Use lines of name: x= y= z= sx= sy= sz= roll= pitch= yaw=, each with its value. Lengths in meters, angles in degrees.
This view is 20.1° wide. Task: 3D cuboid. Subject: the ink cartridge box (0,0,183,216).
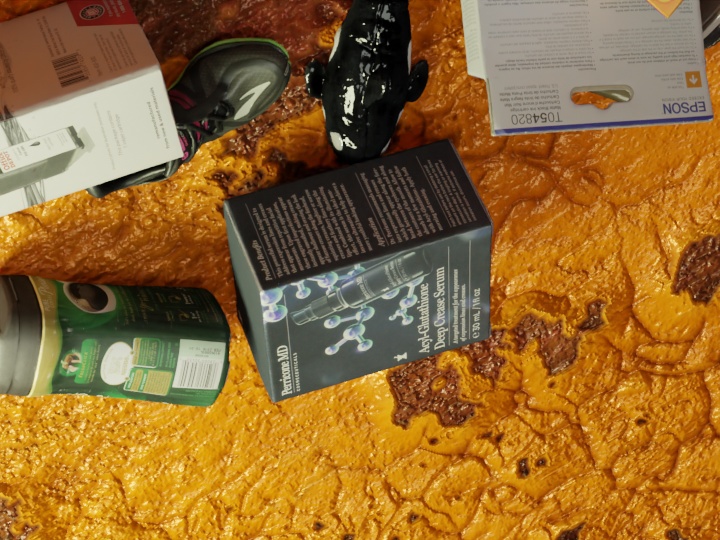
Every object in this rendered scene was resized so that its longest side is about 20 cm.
ink cartridge box: x=-0.248 y=-0.119 z=1.506 sx=0.199 sy=0.147 sz=0.083 roll=-19 pitch=127 yaw=-8

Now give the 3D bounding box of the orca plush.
orca plush: x=0.025 y=-0.165 z=1.626 sx=0.105 sy=0.071 sz=0.201 roll=17 pitch=112 yaw=-28

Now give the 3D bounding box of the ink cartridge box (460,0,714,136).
ink cartridge box: x=0.176 y=-0.208 z=1.616 sx=0.199 sy=0.041 sz=0.201 roll=-4 pitch=86 yaw=-18

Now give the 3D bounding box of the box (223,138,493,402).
box: x=0.000 y=0.000 z=1.675 sx=0.199 sy=0.107 sz=0.149 roll=-16 pitch=141 yaw=-10

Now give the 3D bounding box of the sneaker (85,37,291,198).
sneaker: x=-0.138 y=-0.111 z=1.590 sx=0.199 sy=0.084 sz=0.077 roll=-31 pitch=126 yaw=-1

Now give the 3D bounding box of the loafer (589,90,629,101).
loafer: x=0.190 y=-0.181 z=1.681 sx=0.199 sy=0.076 sz=0.068 roll=15 pitch=97 yaw=-24

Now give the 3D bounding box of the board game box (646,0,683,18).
board game box: x=0.200 y=-0.336 z=1.475 sx=0.200 sy=0.200 sz=0.200 roll=38 pitch=102 yaw=-11

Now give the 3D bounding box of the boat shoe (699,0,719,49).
boat shoe: x=0.338 y=-0.255 z=1.682 sx=0.060 sy=0.074 sz=0.200 roll=38 pitch=85 yaw=-30

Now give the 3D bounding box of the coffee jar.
coffee jar: x=-0.212 y=0.057 z=1.652 sx=0.199 sy=0.104 sz=0.086 roll=5 pitch=115 yaw=-23
